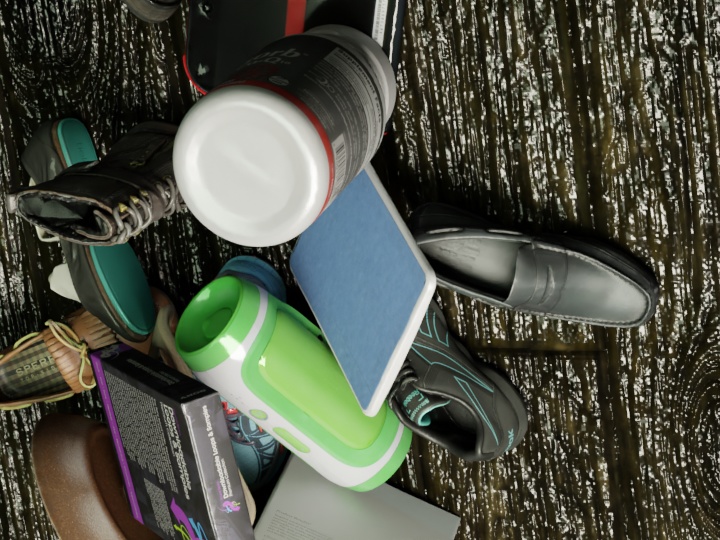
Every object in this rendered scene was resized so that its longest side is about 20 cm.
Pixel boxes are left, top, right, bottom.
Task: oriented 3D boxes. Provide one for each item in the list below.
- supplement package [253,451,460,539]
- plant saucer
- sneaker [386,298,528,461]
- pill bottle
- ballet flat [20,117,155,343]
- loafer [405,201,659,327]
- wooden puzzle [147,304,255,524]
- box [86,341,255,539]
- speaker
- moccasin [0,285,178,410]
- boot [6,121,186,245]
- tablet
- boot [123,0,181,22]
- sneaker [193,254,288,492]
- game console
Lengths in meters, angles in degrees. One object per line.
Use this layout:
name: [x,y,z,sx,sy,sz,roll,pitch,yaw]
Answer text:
supplement package: [-0.031,0.271,1.731,0.151,0.200,0.152,24,118,2]
plant saucer: [-0.193,0.196,1.799,0.036,0.200,0.201,-32,95,13]
sneaker: [0.043,0.072,1.705,0.200,0.079,0.076,39,121,8]
pill bottle: [-0.048,-0.104,1.582,0.115,0.200,0.117,7,114,17]
ballet flat: [-0.224,-0.025,1.781,0.068,0.068,0.202,-29,73,29]
loafer: [0.123,0.004,1.635,0.199,0.070,0.069,17,115,5]
wooden puzzle: [-0.142,0.154,1.755,0.185,0.037,0.201,113,138,-59]
box: [-0.142,0.141,1.662,0.200,0.036,0.144,22,128,62]
speaker: [-0.050,0.089,1.702,0.088,0.089,0.200,-29,126,30]
moccasin: [-0.238,0.067,1.832,0.200,0.078,0.074,-16,101,26]
boot: [-0.146,-0.055,1.678,0.198,0.174,0.070,7,112,23]
tablet: [0.000,0.000,1.655,0.131,0.014,0.200,-66,32,28]
boot: [-0.139,-0.297,1.627,0.174,0.069,0.201,-35,85,42]
sneaker: [-0.109,0.093,1.773,0.079,0.095,0.202,6,112,23]
game console: [-0.047,-0.213,1.670,0.175,0.031,0.202,13,115,15]
